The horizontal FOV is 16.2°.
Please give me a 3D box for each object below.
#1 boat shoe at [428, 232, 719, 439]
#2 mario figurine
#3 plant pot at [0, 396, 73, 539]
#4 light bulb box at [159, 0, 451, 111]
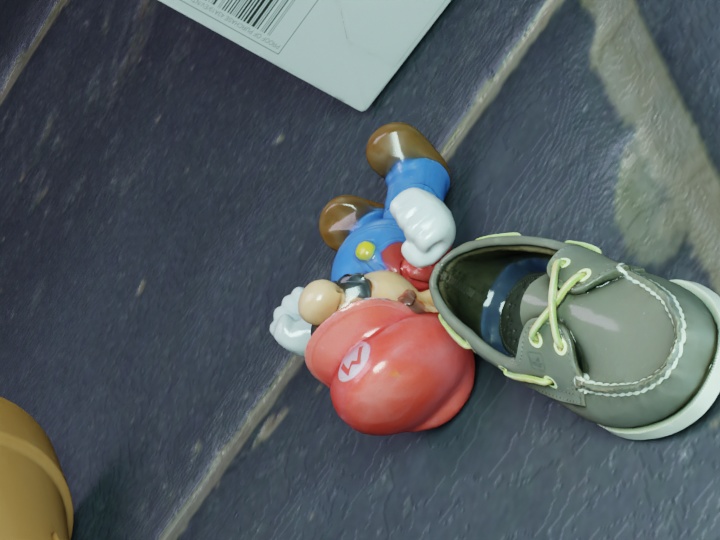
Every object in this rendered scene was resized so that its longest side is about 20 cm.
[{"bbox_3d":[0.092,0.024,1.100,0.073,0.060,0.201,-66,23,-3],"label":"boat shoe"},{"bbox_3d":[0.000,0.000,1.253,0.200,0.105,0.124,-91,-6,-58],"label":"mario figurine"},{"bbox_3d":[-0.257,0.192,1.535,0.201,0.199,0.140,-56,41,19],"label":"plant pot"},{"bbox_3d":[-0.050,-0.231,1.482,0.125,0.197,0.201,-50,26,26],"label":"light bulb box"}]
